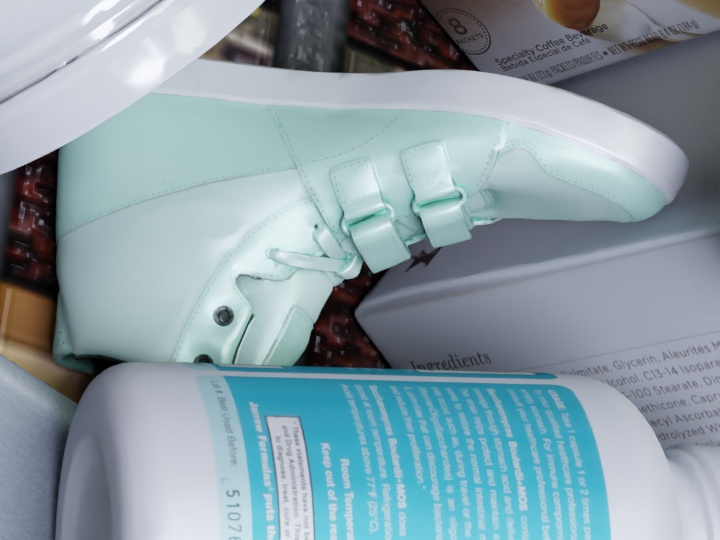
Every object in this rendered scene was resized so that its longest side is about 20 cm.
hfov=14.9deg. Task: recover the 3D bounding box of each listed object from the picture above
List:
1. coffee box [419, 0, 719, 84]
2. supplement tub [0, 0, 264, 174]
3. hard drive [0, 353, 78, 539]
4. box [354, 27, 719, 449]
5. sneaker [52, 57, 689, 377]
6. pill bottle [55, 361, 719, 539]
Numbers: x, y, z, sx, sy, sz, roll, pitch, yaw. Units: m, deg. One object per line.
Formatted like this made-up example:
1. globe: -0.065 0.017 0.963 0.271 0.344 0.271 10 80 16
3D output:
1. coffee box: 0.100 -0.144 0.945 0.114 0.200 0.080 49 53 -23
2. supplement tub: -0.122 -0.142 0.788 0.145 0.145 0.200 -47 112 -37
3. hard drive: -0.164 0.065 0.783 0.200 0.033 0.140 36 59 -30
4. box: 0.142 -0.013 0.954 0.131 0.200 0.199 54 54 -19
5. sneaker: 0.000 0.000 0.857 0.074 0.199 0.119 52 44 -72
6. pill bottle: 0.017 0.084 0.801 0.199 0.111 0.111 2 78 -17
